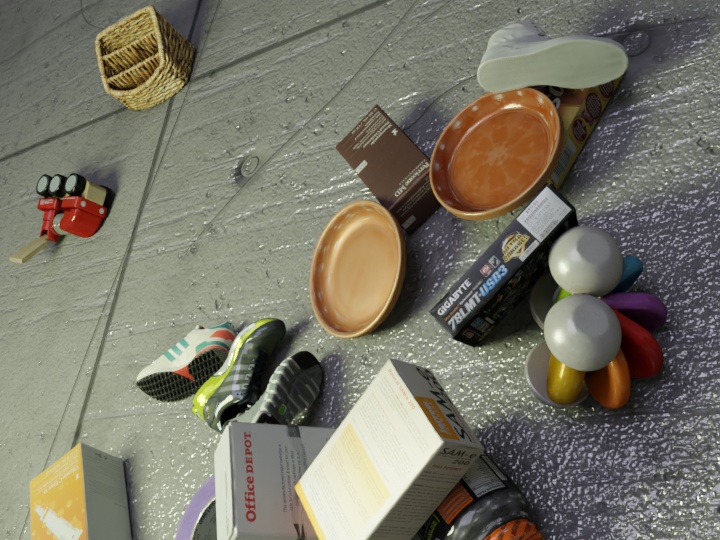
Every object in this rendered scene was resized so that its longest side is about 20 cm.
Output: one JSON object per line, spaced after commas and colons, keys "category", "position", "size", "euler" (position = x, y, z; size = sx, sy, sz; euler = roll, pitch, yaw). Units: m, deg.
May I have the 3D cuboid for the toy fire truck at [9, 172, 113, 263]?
{"category": "toy fire truck", "position": [-0.640, -0.099, 1.822], "size": [0.173, 0.128, 0.205], "euler": [3, 77, 39]}

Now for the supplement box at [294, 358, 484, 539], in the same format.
{"category": "supplement box", "position": [0.027, 0.216, 0.936], "size": [0.201, 0.073, 0.127], "euler": [-54, 44, 19]}

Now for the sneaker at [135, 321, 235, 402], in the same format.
{"category": "sneaker", "position": [-0.281, 0.145, 1.416], "size": [0.197, 0.071, 0.094], "euler": [-25, 32, 27]}

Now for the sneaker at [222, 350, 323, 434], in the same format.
{"category": "sneaker", "position": [-0.138, 0.195, 1.221], "size": [0.114, 0.076, 0.201], "euler": [-23, 20, 38]}

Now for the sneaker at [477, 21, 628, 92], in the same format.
{"category": "sneaker", "position": [0.262, -0.303, 1.170], "size": [0.195, 0.075, 0.117], "euler": [0, 41, 18]}

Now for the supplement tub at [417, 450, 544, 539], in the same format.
{"category": "supplement tub", "position": [0.111, 0.260, 0.976], "size": [0.123, 0.122, 0.200], "euler": [-46, 45, 4]}

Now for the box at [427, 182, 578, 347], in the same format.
{"category": "box", "position": [0.179, 0.004, 1.036], "size": [0.198, 0.200, 0.050], "euler": [-45, 73, 6]}

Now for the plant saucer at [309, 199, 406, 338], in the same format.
{"category": "plant saucer", "position": [0.000, 0.000, 1.260], "size": [0.198, 0.037, 0.205], "euler": [-16, 68, 45]}

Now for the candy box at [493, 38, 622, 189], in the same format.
{"category": "candy box", "position": [0.270, -0.222, 1.204], "size": [0.116, 0.056, 0.202], "euler": [24, 81, 45]}

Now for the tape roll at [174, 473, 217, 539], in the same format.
{"category": "tape roll", "position": [-0.151, 0.368, 1.145], "size": [0.197, 0.085, 0.204], "euler": [-19, 53, 27]}

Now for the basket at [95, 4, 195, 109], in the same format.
{"category": "basket", "position": [-0.489, -0.457, 1.897], "size": [0.197, 0.149, 0.145], "euler": [-13, 55, 31]}

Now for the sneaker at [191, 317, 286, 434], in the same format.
{"category": "sneaker", "position": [-0.171, 0.164, 1.312], "size": [0.081, 0.074, 0.202], "euler": [39, 96, 36]}

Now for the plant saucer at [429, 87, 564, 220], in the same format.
{"category": "plant saucer", "position": [0.185, -0.158, 1.172], "size": [0.197, 0.032, 0.204], "euler": [-20, 53, 28]}

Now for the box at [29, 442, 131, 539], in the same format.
{"category": "box", "position": [-0.438, 0.398, 1.346], "size": [0.123, 0.097, 0.202], "euler": [-36, 47, 14]}

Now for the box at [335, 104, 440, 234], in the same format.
{"category": "box", "position": [0.050, -0.159, 1.329], "size": [0.100, 0.075, 0.201], "euler": [-44, 47, 7]}

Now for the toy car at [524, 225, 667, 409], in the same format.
{"category": "toy car", "position": [0.271, 0.059, 0.971], "size": [0.146, 0.176, 0.204], "euler": [9, 63, 3]}

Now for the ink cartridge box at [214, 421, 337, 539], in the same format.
{"category": "ink cartridge box", "position": [-0.076, 0.274, 1.056], "size": [0.084, 0.196, 0.146], "euler": [123, 148, -43]}
